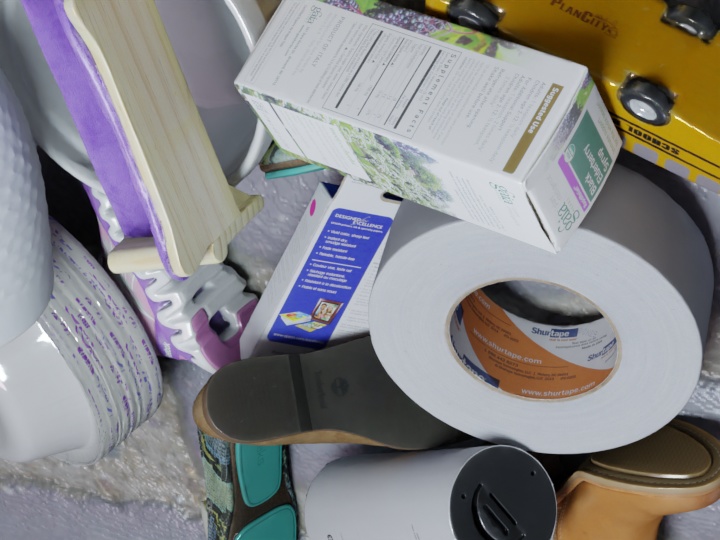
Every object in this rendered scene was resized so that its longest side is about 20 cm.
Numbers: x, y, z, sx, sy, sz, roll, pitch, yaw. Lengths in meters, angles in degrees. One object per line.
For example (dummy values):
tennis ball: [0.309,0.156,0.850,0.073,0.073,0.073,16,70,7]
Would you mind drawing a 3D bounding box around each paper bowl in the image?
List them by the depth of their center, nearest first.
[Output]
paper bowl: [-0.237,0.049,1.569,0.201,0.104,0.201,37,151,25]

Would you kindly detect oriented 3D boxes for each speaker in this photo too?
speaker: [0.042,0.156,1.483,0.081,0.081,0.200,54,154,-12]

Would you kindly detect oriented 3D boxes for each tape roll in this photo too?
tape roll: [0.108,0.020,1.371,0.200,0.066,0.201,10,136,9]

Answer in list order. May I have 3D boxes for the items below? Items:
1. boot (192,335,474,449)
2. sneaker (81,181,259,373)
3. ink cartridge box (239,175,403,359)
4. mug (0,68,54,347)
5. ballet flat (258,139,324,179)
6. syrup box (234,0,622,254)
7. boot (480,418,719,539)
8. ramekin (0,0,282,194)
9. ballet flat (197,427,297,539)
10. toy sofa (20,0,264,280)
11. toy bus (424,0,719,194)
boot: [-0.011,0.083,1.484,0.075,0.199,0.074,145,124,-69]
sneaker: [-0.146,-0.017,1.534,0.088,0.080,0.200,-5,118,46]
ink cartridge box: [0.000,0.000,1.450,0.094,0.037,0.200,10,137,-20]
mug: [-0.287,-0.065,1.410,0.200,0.148,0.176,25,135,28]
ballet flat: [0.025,-0.098,1.386,0.200,0.069,0.071,-4,100,29]
syrup box: [0.038,-0.088,1.285,0.200,0.082,0.079,20,162,30]
boot: [0.173,0.176,1.470,0.200,0.074,0.155,-2,116,48]
ramekin: [-0.120,-0.149,1.404,0.200,0.105,0.201,15,127,21]
ballet flat: [-0.084,0.157,1.628,0.074,0.074,0.200,17,126,20]
toy sofa: [-0.140,-0.092,1.319,0.083,0.098,0.200,-5,119,33]
toy bus: [0.135,-0.120,1.284,0.200,0.065,0.078,27,160,13]
